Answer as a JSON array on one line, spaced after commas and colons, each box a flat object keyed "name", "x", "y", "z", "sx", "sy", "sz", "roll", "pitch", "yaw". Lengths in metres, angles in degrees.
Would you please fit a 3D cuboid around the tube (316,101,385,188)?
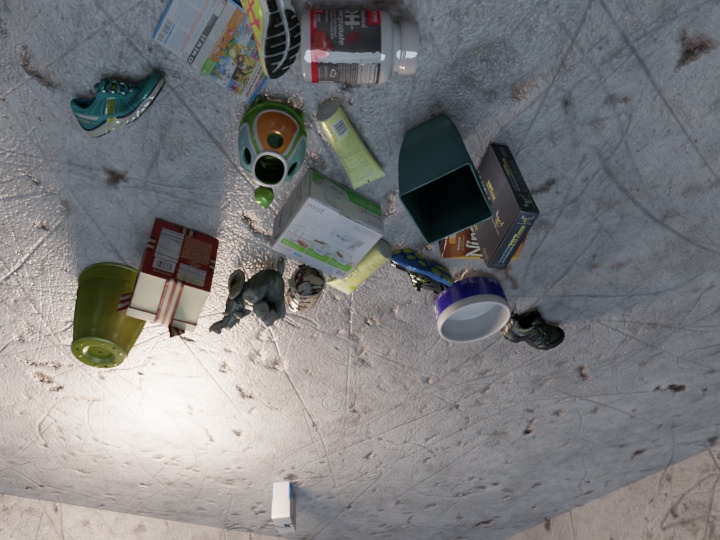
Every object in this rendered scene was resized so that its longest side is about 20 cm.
[{"name": "tube", "x": -0.022, "y": -0.244, "z": 1.102, "sx": 0.057, "sy": 0.053, "sz": 0.201, "roll": 21, "pitch": 159, "yaw": 40}]

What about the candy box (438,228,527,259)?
[{"name": "candy box", "x": 0.290, "y": -0.085, "z": 1.298, "sx": 0.192, "sy": 0.058, "sz": 0.119, "roll": 2, "pitch": 138, "yaw": -4}]

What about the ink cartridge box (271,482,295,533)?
[{"name": "ink cartridge box", "x": -0.331, "y": 1.030, "z": 2.390, "sx": 0.082, "sy": 0.150, "sz": 0.204, "roll": -6, "pitch": 139, "yaw": 0}]

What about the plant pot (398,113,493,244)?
[{"name": "plant pot", "x": 0.152, "y": -0.191, "z": 1.063, "sx": 0.138, "sy": 0.205, "sz": 0.142, "roll": -22, "pitch": 135, "yaw": 19}]

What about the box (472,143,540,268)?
[{"name": "box", "x": 0.283, "y": -0.133, "z": 1.136, "sx": 0.049, "sy": 0.205, "sz": 0.160, "roll": 3, "pitch": 139, "yaw": -17}]

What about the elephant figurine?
[{"name": "elephant figurine", "x": -0.286, "y": 0.069, "z": 1.378, "sx": 0.195, "sy": 0.154, "sz": 0.146, "roll": -3, "pitch": 109, "yaw": 39}]

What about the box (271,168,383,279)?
[{"name": "box", "x": -0.074, "y": -0.096, "z": 1.228, "sx": 0.195, "sy": 0.099, "sz": 0.177, "roll": 23, "pitch": 131, "yaw": -26}]

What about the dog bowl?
[{"name": "dog bowl", "x": 0.296, "y": 0.107, "z": 1.470, "sx": 0.192, "sy": 0.081, "sz": 0.203, "roll": -7, "pitch": 144, "yaw": -5}]

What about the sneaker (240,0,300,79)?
[{"name": "sneaker", "x": -0.153, "y": -0.418, "z": 0.891, "sx": 0.077, "sy": 0.089, "sz": 0.205, "roll": -32, "pitch": 139, "yaw": -34}]

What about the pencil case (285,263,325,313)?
[{"name": "pencil case", "x": -0.140, "y": 0.048, "z": 1.339, "sx": 0.086, "sy": 0.081, "sz": 0.200, "roll": 11, "pitch": 163, "yaw": -9}]

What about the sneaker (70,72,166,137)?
[{"name": "sneaker", "x": -0.439, "y": -0.308, "z": 0.994, "sx": 0.194, "sy": 0.079, "sz": 0.081, "roll": -19, "pitch": 127, "yaw": 16}]

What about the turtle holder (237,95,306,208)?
[{"name": "turtle holder", "x": -0.181, "y": -0.222, "z": 1.057, "sx": 0.139, "sy": 0.135, "sz": 0.184, "roll": 30, "pitch": 128, "yaw": -33}]

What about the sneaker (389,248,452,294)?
[{"name": "sneaker", "x": 0.147, "y": 0.011, "z": 1.379, "sx": 0.196, "sy": 0.072, "sz": 0.083, "roll": 25, "pitch": 125, "yaw": -32}]

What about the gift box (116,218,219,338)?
[{"name": "gift box", "x": -0.442, "y": 0.030, "z": 1.268, "sx": 0.180, "sy": 0.205, "sz": 0.188, "roll": 21, "pitch": 135, "yaw": -18}]

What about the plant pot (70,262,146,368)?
[{"name": "plant pot", "x": -0.618, "y": 0.123, "z": 1.354, "sx": 0.192, "sy": 0.197, "sz": 0.204, "roll": -2, "pitch": 138, "yaw": -2}]

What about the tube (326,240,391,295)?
[{"name": "tube", "x": 0.000, "y": 0.000, "z": 1.377, "sx": 0.199, "sy": 0.052, "sz": 0.059, "roll": -39, "pitch": 84, "yaw": 38}]

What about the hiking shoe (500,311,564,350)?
[{"name": "hiking shoe", "x": 0.504, "y": 0.167, "z": 1.570, "sx": 0.192, "sy": 0.078, "sz": 0.102, "roll": 7, "pitch": 140, "yaw": -10}]

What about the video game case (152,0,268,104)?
[{"name": "video game case", "x": -0.238, "y": -0.397, "z": 0.950, "sx": 0.197, "sy": 0.018, "sz": 0.142, "roll": 29, "pitch": 128, "yaw": -30}]

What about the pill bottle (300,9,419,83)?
[{"name": "pill bottle", "x": -0.002, "y": -0.373, "z": 0.922, "sx": 0.192, "sy": 0.113, "sz": 0.113, "roll": -1, "pitch": 138, "yaw": -3}]
